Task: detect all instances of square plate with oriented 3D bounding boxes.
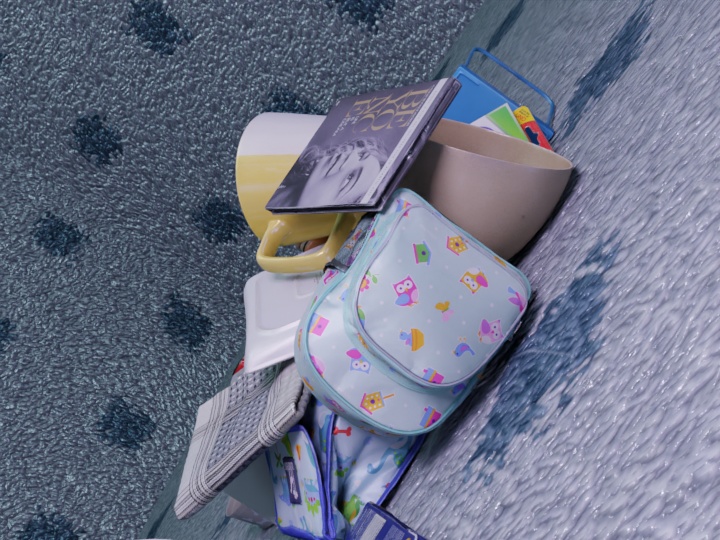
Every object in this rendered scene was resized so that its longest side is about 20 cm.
[{"bbox_3d":[-0.037,0.016,1.200,0.197,0.029,0.200,-23,26,5],"label":"square plate"}]

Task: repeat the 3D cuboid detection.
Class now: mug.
[{"bbox_3d":[-0.033,-0.086,1.244,0.149,0.153,0.187,10,-100,-61],"label":"mug"}]

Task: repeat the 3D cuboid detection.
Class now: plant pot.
[{"bbox_3d":[0.103,-0.070,1.162,0.200,0.199,0.135,-82,6,-74],"label":"plant pot"}]

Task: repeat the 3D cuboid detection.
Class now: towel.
[{"bbox_3d":[-0.113,0.137,1.170,0.193,0.035,0.200,-43,17,25],"label":"towel"}]

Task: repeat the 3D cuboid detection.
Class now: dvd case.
[{"bbox_3d":[-0.003,-0.117,1.093,0.200,0.016,0.149,3,56,56],"label":"dvd case"}]

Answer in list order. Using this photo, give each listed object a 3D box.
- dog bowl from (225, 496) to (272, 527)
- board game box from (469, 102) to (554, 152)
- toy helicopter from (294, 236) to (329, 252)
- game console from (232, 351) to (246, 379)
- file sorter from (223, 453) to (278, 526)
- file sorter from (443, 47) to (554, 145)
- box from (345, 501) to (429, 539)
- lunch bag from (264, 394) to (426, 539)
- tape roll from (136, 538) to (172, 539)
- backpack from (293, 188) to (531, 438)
[{"bbox_3d":[-0.110,0.267,1.581,0.200,0.059,0.200,-56,6,10],"label":"dog bowl"},{"bbox_3d":[0.117,-0.113,1.296,0.199,0.030,0.096,-28,55,7],"label":"board game box"},{"bbox_3d":[-0.032,-0.108,1.398,0.132,0.079,0.200,-37,-23,-44],"label":"toy helicopter"},{"bbox_3d":[-0.088,0.074,1.415,0.177,0.031,0.200,-55,-8,-1],"label":"game console"},{"bbox_3d":[-0.077,0.189,1.334,0.200,0.138,0.125,-58,-5,-10],"label":"file sorter"},{"bbox_3d":[0.137,-0.160,1.448,0.200,0.139,0.123,-53,4,31],"label":"file sorter"},{"bbox_3d":[0.006,0.258,0.921,0.121,0.032,0.200,-59,6,-9],"label":"box"},{"bbox_3d":[-0.021,0.175,1.145,0.170,0.127,0.201,-25,44,68],"label":"lunch bag"},{"bbox_3d":[-0.196,0.380,1.096,0.203,0.202,0.139,-52,9,39],"label":"tape roll"},{"bbox_3d":[0.040,0.048,1.015,0.200,0.176,0.153,-54,7,-8],"label":"backpack"}]
